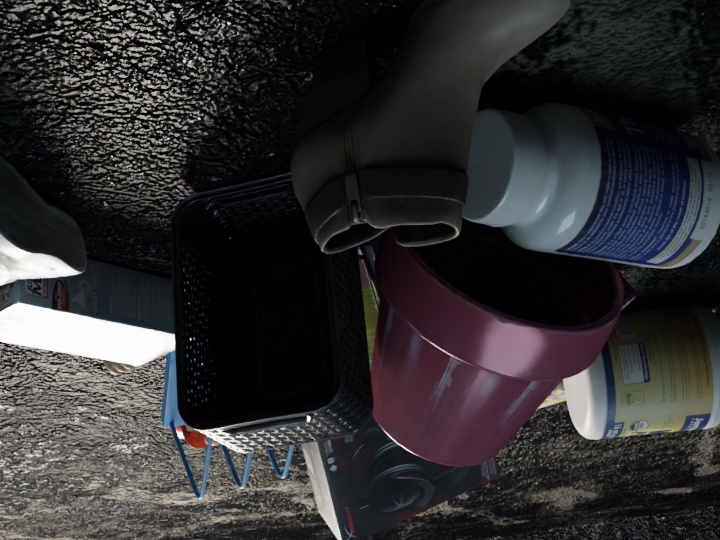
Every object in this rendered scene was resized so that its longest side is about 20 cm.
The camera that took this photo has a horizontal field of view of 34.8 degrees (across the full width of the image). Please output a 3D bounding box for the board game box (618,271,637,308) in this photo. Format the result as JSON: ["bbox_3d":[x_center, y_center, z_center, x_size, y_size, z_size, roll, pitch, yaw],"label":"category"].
[{"bbox_3d":[0.184,0.089,1.213,0.151,0.046,0.200,-28,164,-41],"label":"board game box"}]

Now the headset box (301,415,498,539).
[{"bbox_3d":[0.044,0.161,1.142,0.199,0.077,0.150,-20,117,-16],"label":"headset box"}]

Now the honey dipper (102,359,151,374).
[{"bbox_3d":[-0.188,0.065,1.212,0.199,0.038,0.038,-21,154,26],"label":"honey dipper"}]

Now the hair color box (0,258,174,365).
[{"bbox_3d":[-0.260,0.036,1.081,0.099,0.061,0.199,-24,153,38],"label":"hair color box"}]

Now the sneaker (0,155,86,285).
[{"bbox_3d":[-0.304,-0.029,0.889,0.115,0.074,0.200,-12,159,7],"label":"sneaker"}]

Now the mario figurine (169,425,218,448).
[{"bbox_3d":[-0.152,0.162,1.357,0.123,0.106,0.200,40,130,-23],"label":"mario figurine"}]

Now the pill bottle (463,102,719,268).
[{"bbox_3d":[0.170,-0.066,0.873,0.199,0.112,0.111,7,155,-30],"label":"pill bottle"}]

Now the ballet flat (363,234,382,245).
[{"bbox_3d":[0.000,0.000,1.064,0.199,0.071,0.070,-23,153,37],"label":"ballet flat"}]

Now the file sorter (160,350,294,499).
[{"bbox_3d":[-0.093,0.140,1.200,0.199,0.123,0.139,-10,139,-23],"label":"file sorter"}]

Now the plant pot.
[{"bbox_3d":[0.092,0.053,0.947,0.199,0.200,0.180,4,125,-24],"label":"plant pot"}]

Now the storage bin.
[{"bbox_3d":[-0.072,0.035,0.937,0.134,0.201,0.094,-11,158,13],"label":"storage bin"}]

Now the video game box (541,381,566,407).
[{"bbox_3d":[0.166,0.159,1.527,0.199,0.047,0.182,-23,151,37],"label":"video game box"}]

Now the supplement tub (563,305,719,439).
[{"bbox_3d":[0.345,0.116,1.332,0.198,0.145,0.145,-5,159,-2],"label":"supplement tub"}]

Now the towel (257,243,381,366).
[{"bbox_3d":[-0.059,0.038,1.061,0.199,0.023,0.144,-4,125,22],"label":"towel"}]

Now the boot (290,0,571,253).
[{"bbox_3d":[0.047,-0.091,0.726,0.199,0.147,0.070,-16,155,23],"label":"boot"}]
